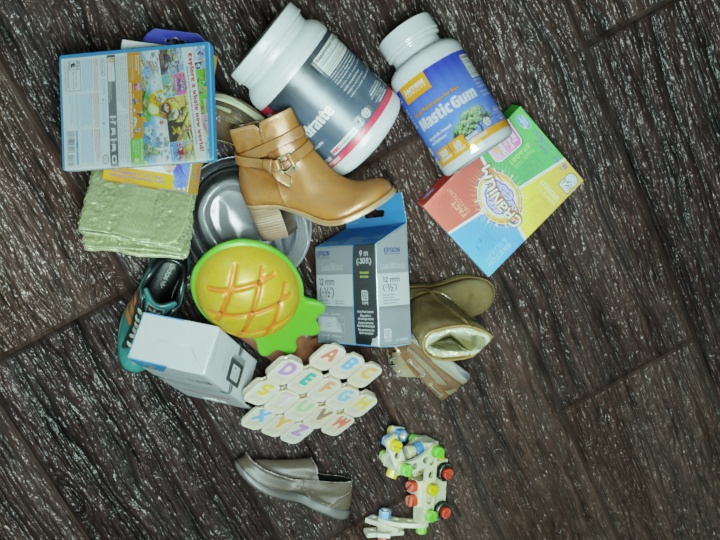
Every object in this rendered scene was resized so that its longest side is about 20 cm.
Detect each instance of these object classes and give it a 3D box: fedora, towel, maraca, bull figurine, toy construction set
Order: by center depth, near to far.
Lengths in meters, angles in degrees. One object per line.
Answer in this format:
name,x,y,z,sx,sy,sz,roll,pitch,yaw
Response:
maraca,-0.133,0.038,1.131,0.136,0.108,0.200,-35,124,14
towel,-0.286,-0.112,1.142,0.146,0.037,0.203,9,67,-10
fedora,-0.157,-0.059,1.195,0.175,0.090,0.202,-31,106,-1
bull figurine,-0.097,0.098,1.244,0.200,0.065,0.122,42,75,-34
toy construction set,0.075,0.335,1.327,0.130,0.092,0.203,-2,113,-34

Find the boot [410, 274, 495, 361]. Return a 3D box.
boot,0.140,0.068,1.214,0.172,0.200,0.067,-9,106,-12

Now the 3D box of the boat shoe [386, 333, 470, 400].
boat shoe,0.074,0.127,1.287,0.199,0.076,0.072,37,97,-14

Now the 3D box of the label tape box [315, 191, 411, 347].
label tape box,0.000,0.000,1.183,0.065,0.142,0.203,-5,92,-37

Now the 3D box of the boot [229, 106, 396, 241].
boot,-0.064,-0.132,1.095,0.197,0.074,0.157,-14,104,7

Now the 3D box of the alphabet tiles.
alphabet tiles,-0.069,0.182,1.233,0.195,0.015,0.199,-42,134,19

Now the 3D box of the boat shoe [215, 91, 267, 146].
boat shoe,-0.214,-0.196,1.140,0.200,0.075,0.075,24,59,5

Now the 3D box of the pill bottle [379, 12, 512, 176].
pill bottle,0.110,-0.241,1.172,0.111,0.112,0.201,-32,90,0

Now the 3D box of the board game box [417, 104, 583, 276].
board game box,0.205,-0.116,1.266,0.200,0.040,0.153,-46,106,3

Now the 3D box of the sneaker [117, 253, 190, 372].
sneaker,-0.293,0.056,1.205,0.070,0.080,0.202,19,100,-13

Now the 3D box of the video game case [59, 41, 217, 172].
video game case,-0.275,-0.200,1.064,0.197,0.018,0.146,-3,88,10

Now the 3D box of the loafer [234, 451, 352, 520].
loafer,-0.097,0.312,1.311,0.198,0.073,0.072,25,88,-19

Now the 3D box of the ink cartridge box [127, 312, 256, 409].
ink cartridge box,-0.220,0.128,1.190,0.114,0.200,0.068,10,71,16

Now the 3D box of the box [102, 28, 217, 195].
box,-0.251,-0.204,1.087,0.117,0.041,0.203,8,93,9

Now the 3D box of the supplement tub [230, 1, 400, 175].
supplement tub,-0.058,-0.237,1.142,0.199,0.140,0.141,40,95,-16
